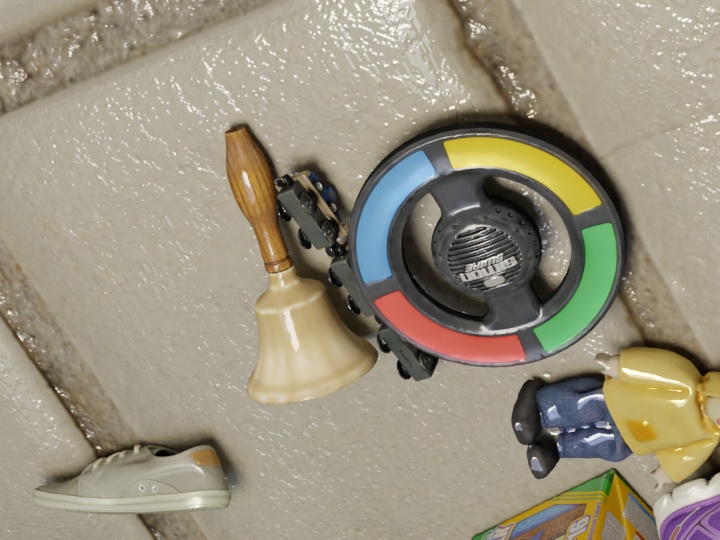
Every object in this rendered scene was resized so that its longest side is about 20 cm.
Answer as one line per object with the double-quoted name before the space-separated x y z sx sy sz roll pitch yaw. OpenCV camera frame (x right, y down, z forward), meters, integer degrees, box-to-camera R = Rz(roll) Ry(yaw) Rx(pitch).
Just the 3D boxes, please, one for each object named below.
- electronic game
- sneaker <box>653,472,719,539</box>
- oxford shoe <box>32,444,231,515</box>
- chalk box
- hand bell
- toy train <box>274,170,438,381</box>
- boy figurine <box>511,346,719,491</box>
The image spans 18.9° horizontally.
"electronic game" 0.090 -0.016 1.547 0.199 0.042 0.200 4 122 6
"sneaker" 0.305 0.178 1.591 0.080 0.084 0.200 16 142 -36
"oxford shoe" -0.191 0.176 1.809 0.200 0.075 0.058 -8 81 35
"chalk box" 0.150 0.270 1.707 0.200 0.124 0.124 -30 112 36
"hand bell" -0.062 -0.013 1.612 0.104 0.104 0.200 -8 109 25
"toy train" 0.000 0.000 1.607 0.034 0.046 0.200 -17 121 36
"boy figurine" 0.218 0.111 1.599 0.200 0.064 0.125 -7 120 27
